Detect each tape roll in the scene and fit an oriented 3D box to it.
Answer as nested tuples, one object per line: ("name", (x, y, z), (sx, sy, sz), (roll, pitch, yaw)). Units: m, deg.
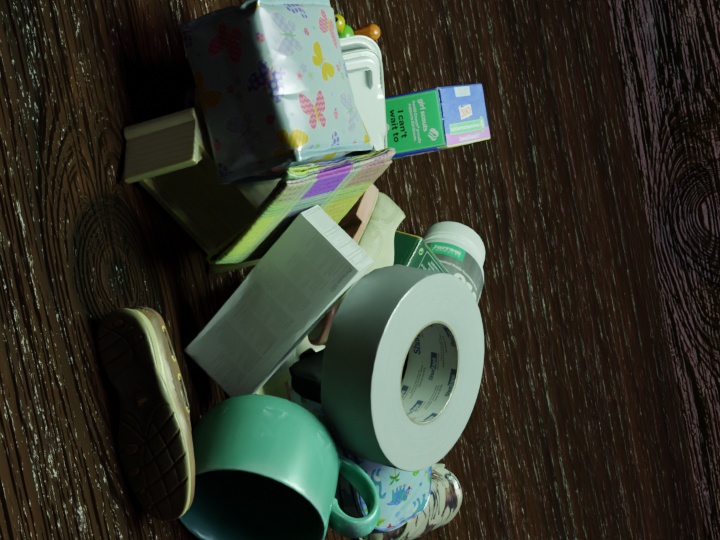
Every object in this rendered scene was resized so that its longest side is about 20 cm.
("tape roll", (0.045, 0.097, 1.648), (0.200, 0.066, 0.202), (-17, 111, -51))

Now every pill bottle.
("pill bottle", (0.103, 0.029, 2.186), (0.200, 0.112, 0.114), (-69, 143, -50))

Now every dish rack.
("dish rack", (-0.058, -0.155, 1.766), (0.044, 0.199, 0.173), (-139, -140, -57))

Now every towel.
("towel", (-0.055, -0.064, 1.630), (0.023, 0.144, 0.200), (52, 33, 13))

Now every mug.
("mug", (-0.085, 0.202, 1.610), (0.185, 0.152, 0.115), (36, 43, -23))

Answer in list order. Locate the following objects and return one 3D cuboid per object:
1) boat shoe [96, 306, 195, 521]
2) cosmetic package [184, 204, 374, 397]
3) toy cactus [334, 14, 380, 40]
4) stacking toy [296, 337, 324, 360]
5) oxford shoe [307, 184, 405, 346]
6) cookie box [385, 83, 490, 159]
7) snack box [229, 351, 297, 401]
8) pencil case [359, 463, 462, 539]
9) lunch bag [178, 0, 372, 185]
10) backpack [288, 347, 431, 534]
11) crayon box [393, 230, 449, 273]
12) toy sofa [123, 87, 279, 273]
("boat shoe", (-0.186, 0.130, 1.524), (0.067, 0.072, 0.201), (-18, 96, -65))
("cosmetic package", (-0.082, 0.036, 1.629), (0.083, 0.200, 0.051), (45, 24, 7))
("toy cactus", (-0.038, -0.223, 1.880), (0.200, 0.102, 0.166), (-125, -147, -67))
("stacking toy", (-0.007, 0.097, 1.935), (0.200, 0.145, 0.147), (64, 21, -77))
("oxford shoe", (0.000, 0.000, 1.767), (0.074, 0.071, 0.201), (30, 64, -20))
("cookie box", (0.037, -0.173, 1.995), (0.171, 0.199, 0.076), (-18, 98, -66))
("snack box", (-0.098, 0.147, 1.767), (0.116, 0.037, 0.201), (-20, 100, -67))
("pencil case", (0.060, 0.287, 2.033), (0.200, 0.077, 0.090), (-1, 102, -66))
("lunch bag", (-0.075, -0.179, 1.641), (0.200, 0.127, 0.171), (-17, 92, -59))
("backpack", (0.004, 0.185, 1.767), (0.163, 0.153, 0.201), (-22, 130, -47))
("crayon box", (0.004, -0.010, 1.906), (0.052, 0.199, 0.126), (-62, 144, -16))
("toy sofa", (-0.156, -0.090, 1.662), (0.200, 0.082, 0.098), (50, 33, -51))
